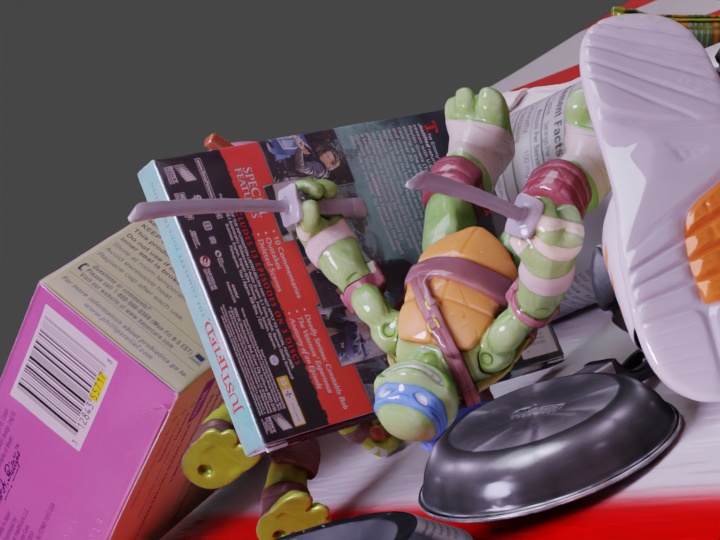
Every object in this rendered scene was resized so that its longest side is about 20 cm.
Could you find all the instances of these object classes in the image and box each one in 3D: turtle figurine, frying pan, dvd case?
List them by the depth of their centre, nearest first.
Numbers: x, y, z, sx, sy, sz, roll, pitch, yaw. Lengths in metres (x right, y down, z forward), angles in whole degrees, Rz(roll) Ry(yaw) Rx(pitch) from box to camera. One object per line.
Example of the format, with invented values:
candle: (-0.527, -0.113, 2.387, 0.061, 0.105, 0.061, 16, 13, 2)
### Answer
frying pan: (0.104, 0.056, 0.899, 0.189, 0.031, 0.115, -29, 15, -32)
turtle figurine: (0.041, -0.032, 0.972, 0.144, 0.200, 0.194, -31, 17, 44)
dvd case: (0.000, 0.000, 1.033, 0.199, 0.147, 0.022, -14, -13, -39)
turtle figurine: (-0.044, 0.045, 1.047, 0.064, 0.201, 0.162, -15, 36, 25)

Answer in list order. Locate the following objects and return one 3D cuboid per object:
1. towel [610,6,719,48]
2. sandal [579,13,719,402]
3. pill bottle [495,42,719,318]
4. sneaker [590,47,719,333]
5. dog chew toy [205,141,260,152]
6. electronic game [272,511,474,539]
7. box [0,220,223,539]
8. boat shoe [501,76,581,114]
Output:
towel: (0.233, -0.118, 1.145, 0.198, 0.018, 0.086, 1, -17, 7)
sandal: (0.141, -0.022, 0.924, 0.079, 0.208, 0.059, -6, -37, -4)
pill bottle: (0.134, -0.047, 1.149, 0.199, 0.115, 0.114, -24, 9, 33)
sneaker: (0.189, -0.053, 0.990, 0.200, 0.078, 0.090, -47, -22, 14)
dog chew toy: (-0.055, -0.016, 1.331, 0.124, 0.125, 0.200, -31, 15, -15)
electronic game: (-0.047, 0.144, 0.824, 0.199, 0.042, 0.200, -22, 4, 1)
box: (-0.108, 0.056, 1.177, 0.200, 0.096, 0.176, -37, -20, -50)
boat shoe: (0.085, -0.073, 1.266, 0.069, 0.071, 0.199, 18, -23, -35)
